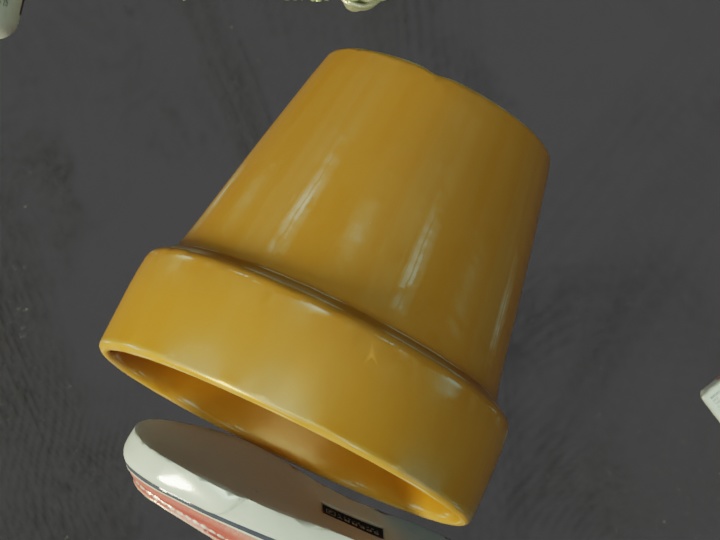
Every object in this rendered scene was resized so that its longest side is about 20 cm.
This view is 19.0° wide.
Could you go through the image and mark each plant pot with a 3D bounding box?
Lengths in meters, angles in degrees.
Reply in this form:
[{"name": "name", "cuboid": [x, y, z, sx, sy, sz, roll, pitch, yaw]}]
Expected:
[{"name": "plant pot", "cuboid": [0.000, 0.000, 1.055, 0.199, 0.200, 0.184, 24, 80, 5]}]

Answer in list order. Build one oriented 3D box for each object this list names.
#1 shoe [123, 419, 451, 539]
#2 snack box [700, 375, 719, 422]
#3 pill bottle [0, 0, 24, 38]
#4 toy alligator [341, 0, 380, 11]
[{"name": "shoe", "cuboid": [-0.041, 0.155, 1.101, 0.199, 0.072, 0.091, 25, 107, -6]}, {"name": "snack box", "cuboid": [0.274, 0.031, 1.097, 0.200, 0.024, 0.072, -38, 87, 7]}, {"name": "pill bottle", "cuboid": [-0.211, -0.226, 1.100, 0.109, 0.109, 0.201, 12, 94, 6]}, {"name": "toy alligator", "cuboid": [0.058, -0.209, 1.096, 0.059, 0.054, 0.200, 44, 96, 3]}]
